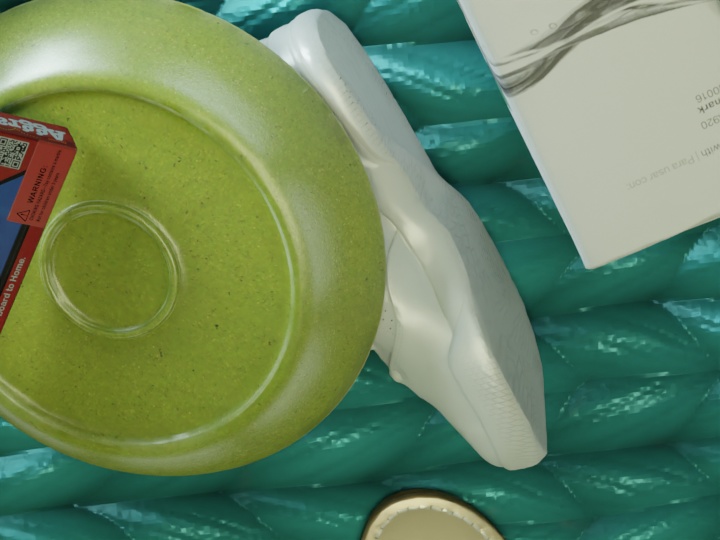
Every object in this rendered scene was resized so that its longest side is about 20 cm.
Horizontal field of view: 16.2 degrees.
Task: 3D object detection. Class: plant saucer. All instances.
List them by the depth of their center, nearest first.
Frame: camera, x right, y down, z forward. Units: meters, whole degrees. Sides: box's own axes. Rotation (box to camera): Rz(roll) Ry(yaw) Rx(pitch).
[{"bbox_3d":[-0.090,-0.005,0.953,0.199,0.031,0.201,6,115,13],"label":"plant saucer"}]

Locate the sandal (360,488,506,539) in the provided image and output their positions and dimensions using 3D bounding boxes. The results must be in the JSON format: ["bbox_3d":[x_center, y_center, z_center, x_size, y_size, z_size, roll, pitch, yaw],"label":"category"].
[{"bbox_3d":[0.046,0.199,1.068,0.077,0.070,0.212,-9,114,-1],"label":"sandal"}]

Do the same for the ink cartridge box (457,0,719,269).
[{"bbox_3d":[0.069,-0.121,0.887,0.084,0.146,0.200,-24,113,7],"label":"ink cartridge box"}]

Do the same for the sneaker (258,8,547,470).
[{"bbox_3d":[0.000,0.000,0.984,0.088,0.075,0.200,-27,106,17],"label":"sneaker"}]

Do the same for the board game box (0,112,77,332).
[{"bbox_3d":[-0.187,0.026,0.927,0.103,0.019,0.200,13,116,-28],"label":"board game box"}]
